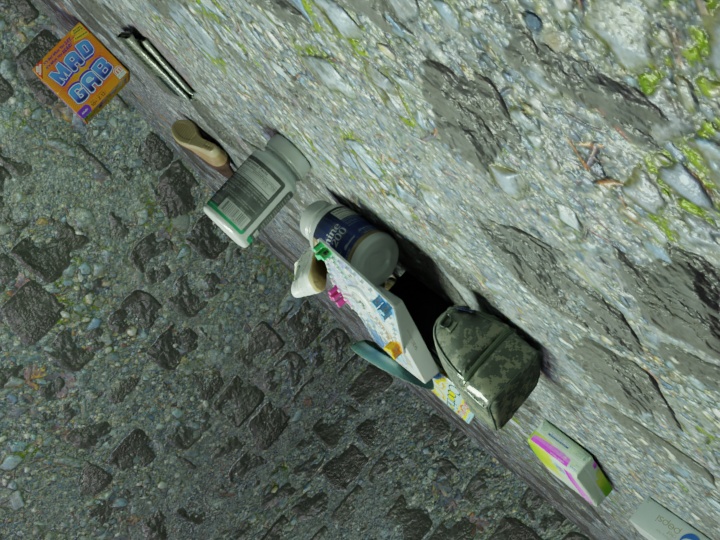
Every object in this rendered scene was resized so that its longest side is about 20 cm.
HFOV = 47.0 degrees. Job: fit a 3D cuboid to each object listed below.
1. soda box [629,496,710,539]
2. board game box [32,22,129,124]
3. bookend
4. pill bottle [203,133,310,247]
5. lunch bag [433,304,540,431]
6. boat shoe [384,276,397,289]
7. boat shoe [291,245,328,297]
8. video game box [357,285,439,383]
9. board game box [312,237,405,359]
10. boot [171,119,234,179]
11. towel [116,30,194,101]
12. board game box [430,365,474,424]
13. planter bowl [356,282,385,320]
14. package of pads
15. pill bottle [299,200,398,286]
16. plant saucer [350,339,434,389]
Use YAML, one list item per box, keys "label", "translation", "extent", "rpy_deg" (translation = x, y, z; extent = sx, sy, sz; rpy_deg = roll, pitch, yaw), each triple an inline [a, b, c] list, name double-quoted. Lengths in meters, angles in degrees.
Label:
- label: "soda box"
  translation: [0.619, 0.524, 1.592]
  extent: [0.068, 0.064, 0.199]
  rpy_deg: [47, 171, -34]
- label: "board game box"
  translation: [-0.848, -0.597, 2.534]
  extent: [0.200, 0.200, 0.200]
  rpy_deg: [45, 173, -14]
- label: "bookend"
  translation: [0.162, 0.130, 1.691]
  extent: [0.198, 0.092, 0.200]
  rpy_deg: [39, 173, 41]
- label: "pill bottle"
  translation: [-0.192, -0.152, 1.563]
  extent: [0.113, 0.200, 0.113]
  rpy_deg: [41, 172, 7]
- label: "lunch bag"
  translation: [0.207, 0.156, 1.416]
  extent: [0.167, 0.140, 0.200]
  rpy_deg: [38, 171, 25]
- label: "boat shoe"
  translation: [0.097, 0.092, 1.881]
  extent: [0.071, 0.076, 0.200]
  rpy_deg: [35, 169, 42]
- label: "boat shoe"
  translation: [-0.102, -0.007, 1.651]
  extent: [0.071, 0.069, 0.200]
  rpy_deg: [61, -163, -16]
- label: "video game box"
  translation: [0.055, 0.106, 1.607]
  extent: [0.182, 0.047, 0.201]
  rpy_deg: [30, 155, 52]
- label: "board game box"
  translation: [-0.003, 0.056, 1.508]
  extent: [0.200, 0.026, 0.201]
  rpy_deg: [42, 164, 27]
- label: "boot"
  translation: [-0.444, -0.334, 2.360]
  extent: [0.199, 0.073, 0.167]
  rpy_deg: [35, 168, 27]
- label: "towel"
  translation: [-0.474, -0.478, 1.918]
  extent: [0.200, 0.035, 0.192]
  rpy_deg: [45, 176, -28]
- label: "board game box"
  translation: [0.204, 0.219, 1.828]
  extent: [0.199, 0.105, 0.103]
  rpy_deg: [40, 152, 16]
- label: "planter bowl"
  translation: [0.000, 0.000, 1.756]
  extent: [0.202, 0.083, 0.201]
  rpy_deg: [62, 173, 13]
- label: "package of pads"
  translation: [0.469, 0.434, 1.863]
  extent: [0.154, 0.068, 0.200]
  rpy_deg: [35, 169, 44]
- label: "pill bottle"
  translation: [-0.028, -0.057, 1.571]
  extent: [0.199, 0.111, 0.111]
  rpy_deg: [36, 170, 42]
- label: "plant saucer"
  translation: [0.072, 0.194, 1.753]
  extent: [0.198, 0.028, 0.200]
  rpy_deg: [27, -177, -1]
